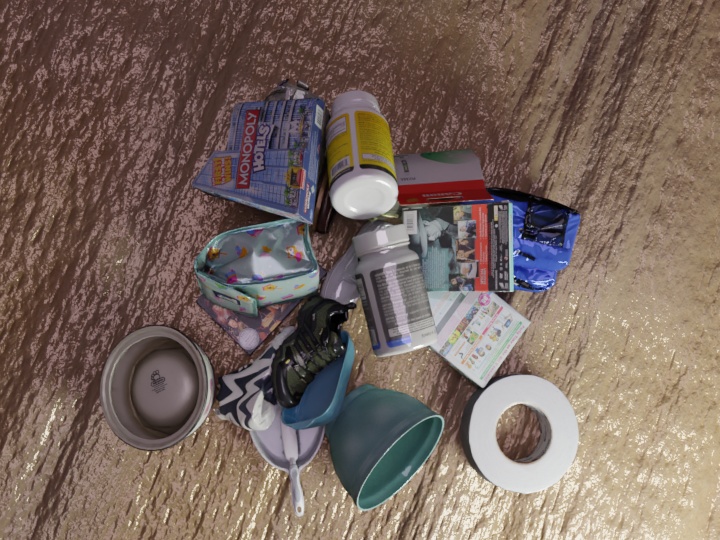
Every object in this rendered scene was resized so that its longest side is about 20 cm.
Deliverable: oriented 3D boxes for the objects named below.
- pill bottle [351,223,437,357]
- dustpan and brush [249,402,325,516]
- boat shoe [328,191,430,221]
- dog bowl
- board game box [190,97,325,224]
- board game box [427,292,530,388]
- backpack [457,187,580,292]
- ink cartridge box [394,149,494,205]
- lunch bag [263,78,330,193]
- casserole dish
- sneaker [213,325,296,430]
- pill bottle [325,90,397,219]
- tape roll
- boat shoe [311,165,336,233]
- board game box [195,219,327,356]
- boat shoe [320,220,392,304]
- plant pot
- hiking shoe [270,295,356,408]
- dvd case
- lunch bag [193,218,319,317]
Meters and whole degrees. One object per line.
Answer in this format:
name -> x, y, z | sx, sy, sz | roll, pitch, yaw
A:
pill bottle -> 0.053, 0.032, 1.370 | 0.112, 0.114, 0.203 | -13, 89, -7
dustpan and brush -> -0.117, 0.313, 1.408 | 0.137, 0.057, 0.203 | -8, 83, -7
boat shoe -> 0.035, -0.117, 1.451 | 0.199, 0.072, 0.061 | -4, 118, -27
dog bowl -> -0.328, 0.195, 1.371 | 0.197, 0.074, 0.204 | -3, 80, 16
board game box -> -0.165, -0.178, 1.307 | 0.197, 0.062, 0.203 | 1, 79, 21
board game box -> 0.178, 0.089, 1.465 | 0.199, 0.064, 0.148 | 39, 82, 2
backpack -> 0.259, -0.058, 1.442 | 0.197, 0.163, 0.170 | 16, 85, -4
ink cartridge box -> 0.129, -0.161, 1.402 | 0.158, 0.200, 0.051 | -4, 108, -3
lunch bag -> -0.126, -0.206, 1.421 | 0.137, 0.168, 0.203 | 15, 81, -3
casserole dish -> -0.065, 0.188, 1.387 | 0.039, 0.120, 0.202 | 45, 42, -32
sneaker -> -0.184, 0.178, 1.407 | 0.128, 0.080, 0.201 | -2, 53, 31
pill bottle -> -0.001, -0.196, 1.367 | 0.110, 0.113, 0.203 | -2, 57, -6
tape roll -> 0.278, 0.284, 1.447 | 0.197, 0.066, 0.204 | 1, 82, -6
boat shoe -> -0.036, -0.160, 1.472 | 0.069, 0.070, 0.203 | 15, 81, -1
board game box -> -0.173, 0.030, 1.452 | 0.135, 0.035, 0.200 | 43, 81, 1
boat shoe -> 0.000, 0.000, 1.450 | 0.072, 0.068, 0.201 | 41, 77, -20
plant pot -> 0.024, 0.277, 1.375 | 0.200, 0.201, 0.134 | -45, 62, -9
hiking shoe -> -0.077, 0.132, 1.355 | 0.076, 0.100, 0.202 | 41, 61, -42
dvd case -> 0.160, -0.037, 1.384 | 0.197, 0.022, 0.149 | -2, 88, 30
lunch bag -> -0.171, 0.001, 1.352 | 0.197, 0.171, 0.124 | -14, 77, -8
